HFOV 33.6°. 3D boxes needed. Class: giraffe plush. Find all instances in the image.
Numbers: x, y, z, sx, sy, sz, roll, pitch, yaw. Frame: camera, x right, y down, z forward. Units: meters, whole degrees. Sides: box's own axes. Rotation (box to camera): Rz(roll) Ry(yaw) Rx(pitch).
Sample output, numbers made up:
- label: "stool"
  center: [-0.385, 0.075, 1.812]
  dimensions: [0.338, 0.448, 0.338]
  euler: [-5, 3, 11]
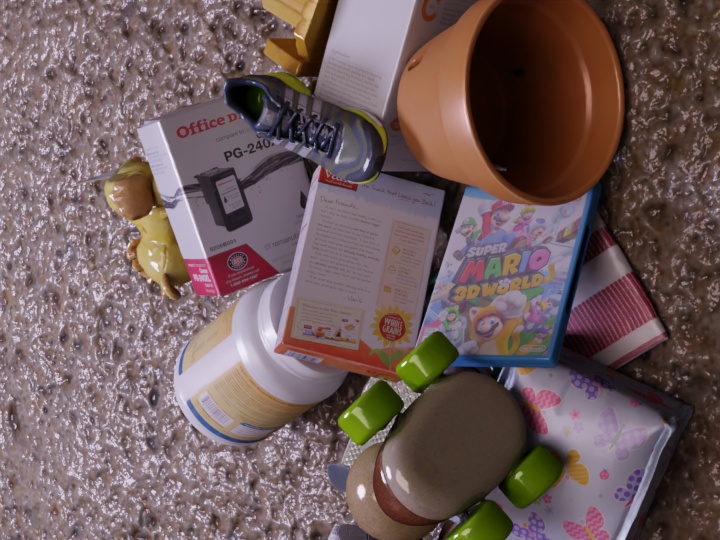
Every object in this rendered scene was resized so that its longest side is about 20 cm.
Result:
- label: "giraffe plush"
  center: [-0.229, -0.054, 1.426]
  dimensions: [0.200, 0.173, 0.163]
  euler: [-11, 108, 27]

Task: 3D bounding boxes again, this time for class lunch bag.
- label: "lunch bag"
  center: [0.190, 0.185, 1.113]
  dimensions: [0.169, 0.127, 0.200]
  euler: [24, 102, 22]

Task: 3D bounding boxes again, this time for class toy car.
- label: "toy car"
  center: [0.048, 0.184, 1.068]
  dimensions: [0.164, 0.158, 0.200]
  euler: [48, 141, 6]

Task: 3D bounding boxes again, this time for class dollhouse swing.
- label: "dollhouse swing"
  center: [-0.061, -0.334, 1.264]
  dimensions: [0.176, 0.182, 0.200]
  euler: [31, 112, 20]

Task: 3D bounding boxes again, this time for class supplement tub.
- label: "supplement tub"
  center: [-0.100, 0.096, 1.310]
  dimensions: [0.200, 0.144, 0.145]
  euler: [-37, 71, 44]

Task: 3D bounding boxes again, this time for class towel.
- label: "towel"
  center: [0.197, 0.013, 1.170]
  dimensions: [0.144, 0.023, 0.200]
  euler: [-37, 73, 31]

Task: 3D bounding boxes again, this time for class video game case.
- label: "video game case"
  center: [0.138, 0.000, 1.115]
  dimensions: [0.143, 0.018, 0.200]
  euler: [-3, 54, 35]

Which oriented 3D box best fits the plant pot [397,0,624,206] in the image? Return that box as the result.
- label: "plant pot"
  center: [0.128, -0.157, 1.115]
  dimensions: [0.140, 0.200, 0.201]
  euler: [0, 93, 54]

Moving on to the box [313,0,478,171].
- label: "box"
  center: [0.037, -0.209, 1.211]
  dimensions: [0.097, 0.124, 0.200]
  euler: [28, 109, 34]

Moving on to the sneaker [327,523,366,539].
- label: "sneaker"
  center: [0.015, 0.381, 1.301]
  dimensions: [0.200, 0.075, 0.114]
  euler: [47, 119, 25]

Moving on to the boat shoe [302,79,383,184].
- label: "boat shoe"
  center: [-0.024, -0.108, 1.306]
  dimensions: [0.066, 0.072, 0.201]
  euler: [-33, 73, 45]

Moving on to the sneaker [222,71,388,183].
- label: "sneaker"
  center: [-0.057, -0.138, 1.160]
  dimensions: [0.200, 0.081, 0.074]
  euler: [29, 111, 34]

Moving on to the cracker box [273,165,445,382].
- label: "cracker box"
  center: [0.000, 0.000, 1.208]
  dimensions: [0.058, 0.134, 0.200]
  euler: [136, 148, -71]

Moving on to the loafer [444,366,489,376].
- label: "loafer"
  center: [0.088, 0.165, 1.183]
  dimensions: [0.072, 0.063, 0.200]
  euler: [25, 143, 14]

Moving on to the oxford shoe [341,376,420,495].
- label: "oxford shoe"
  center: [0.034, 0.160, 1.280]
  dimensions: [0.075, 0.058, 0.200]
  euler: [34, 117, 22]

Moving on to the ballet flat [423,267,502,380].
- label: "ballet flat"
  center: [0.106, 0.093, 1.213]
  dimensions: [0.067, 0.070, 0.200]
  euler: [-24, 79, 33]

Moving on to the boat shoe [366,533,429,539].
- label: "boat shoe"
  center: [0.030, 0.306, 1.215]
  dimensions: [0.072, 0.068, 0.201]
  euler: [-28, 63, 44]

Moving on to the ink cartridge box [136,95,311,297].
- label: "ink cartridge box"
  center: [-0.136, -0.090, 1.299]
  dimensions: [0.083, 0.145, 0.200]
  euler: [4, 114, 65]

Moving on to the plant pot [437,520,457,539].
- label: "plant pot"
  center: [0.142, 0.321, 1.189]
  dimensions: [0.200, 0.093, 0.201]
  euler: [4, 96, 39]
